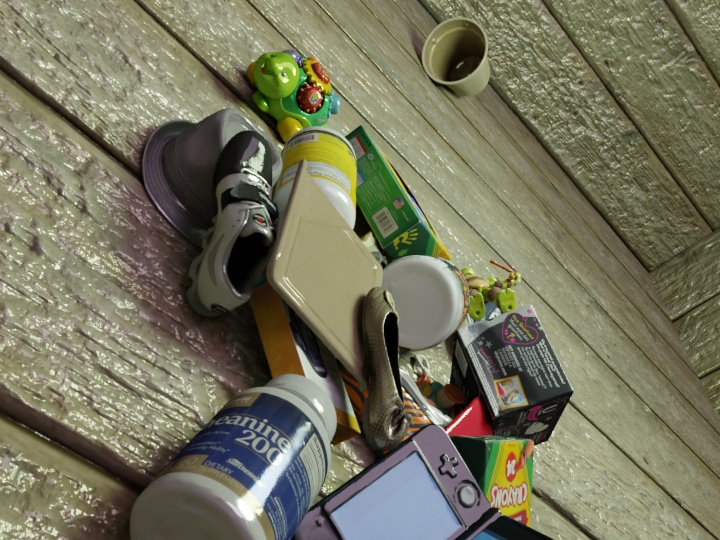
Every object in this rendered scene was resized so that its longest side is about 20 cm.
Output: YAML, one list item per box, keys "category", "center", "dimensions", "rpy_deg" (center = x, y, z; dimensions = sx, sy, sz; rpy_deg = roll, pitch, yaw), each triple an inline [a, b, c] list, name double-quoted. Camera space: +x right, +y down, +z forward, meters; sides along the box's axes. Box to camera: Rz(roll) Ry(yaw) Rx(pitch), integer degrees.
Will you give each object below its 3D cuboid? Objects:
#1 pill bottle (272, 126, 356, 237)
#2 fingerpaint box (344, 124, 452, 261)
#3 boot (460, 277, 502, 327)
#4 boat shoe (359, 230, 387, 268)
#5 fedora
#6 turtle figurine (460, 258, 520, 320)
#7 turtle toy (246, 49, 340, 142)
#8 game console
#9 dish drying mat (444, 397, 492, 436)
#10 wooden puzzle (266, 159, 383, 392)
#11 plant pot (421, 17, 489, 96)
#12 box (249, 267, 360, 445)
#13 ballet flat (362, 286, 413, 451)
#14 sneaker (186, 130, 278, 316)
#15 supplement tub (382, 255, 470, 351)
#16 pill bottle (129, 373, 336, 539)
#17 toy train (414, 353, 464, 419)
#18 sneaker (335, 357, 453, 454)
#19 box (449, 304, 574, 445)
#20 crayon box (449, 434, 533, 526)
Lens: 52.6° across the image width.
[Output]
- category: "pill bottle"
  center: [-0.060, -0.095, 0.964]
  dimensions: [0.112, 0.112, 0.202]
  rpy_deg: [40, 30, -27]
- category: "fingerpaint box"
  center: [0.049, -0.103, 1.145]
  dimensions: [0.202, 0.073, 0.167]
  rpy_deg: [62, 11, 28]
- category: "boot"
  center: [0.210, 0.091, 1.209]
  dimensions: [0.073, 0.089, 0.202]
  rpy_deg: [66, 11, -45]
- category: "boat shoe"
  center: [0.000, 0.000, 0.999]
  dimensions: [0.065, 0.073, 0.200]
  rpy_deg: [46, 26, -3]
- category: "fedora"
  center: [-0.155, -0.120, 0.855]
  dimensions: [0.177, 0.090, 0.201]
  rpy_deg: [48, 26, -12]
- category: "turtle figurine"
  center: [0.179, 0.030, 1.184]
  dimensions: [0.196, 0.066, 0.162]
  rpy_deg: [5, 18, -10]
- category: "turtle toy"
  center: [-0.103, -0.280, 1.129]
  dimensions: [0.147, 0.101, 0.199]
  rpy_deg: [59, 26, 12]
- category: "game console"
  center: [0.065, 0.247, 0.658]
  dimensions: [0.198, 0.118, 0.172]
  rpy_deg: [-27, 79, -31]
- category: "dish drying mat"
  center: [0.099, 0.221, 0.814]
  dimensions: [0.199, 0.018, 0.078]
  rpy_deg: [-29, 104, -49]
- category: "wooden puzzle"
  center: [-0.036, 0.006, 0.804]
  dimensions: [0.201, 0.037, 0.187]
  rpy_deg: [56, 28, -33]
- category: "plant pot"
  center: [0.303, -0.615, 2.175]
  dimensions: [0.203, 0.199, 0.183]
  rpy_deg: [64, 15, 21]
- category: "box"
  center: [-0.067, 0.081, 0.789]
  dimensions: [0.119, 0.041, 0.203]
  rpy_deg: [45, 19, -60]
- category: "ballet flat"
  center: [0.031, 0.097, 0.777]
  dimensions: [0.068, 0.046, 0.202]
  rpy_deg: [55, 26, -39]
- category: "sneaker"
  center: [-0.113, -0.053, 0.746]
  dimensions: [0.073, 0.088, 0.204]
  rpy_deg: [21, 70, -38]
- category: "supplement tub"
  center: [0.090, 0.041, 1.021]
  dimensions: [0.124, 0.122, 0.200]
  rpy_deg: [57, 12, 6]
- category: "pill bottle"
  center: [-0.088, 0.166, 0.596]
  dimensions: [0.112, 0.110, 0.200]
  rpy_deg: [52, 25, -4]
- category: "toy train"
  center: [0.071, 0.145, 0.965]
  dimensions: [0.199, 0.055, 0.152]
  rpy_deg: [15, 46, -53]
- category: "sneaker"
  center: [0.035, 0.186, 0.830]
  dimensions: [0.199, 0.078, 0.113]
  rpy_deg: [37, 42, -7]
- category: "box"
  center: [0.196, 0.159, 0.989]
  dimensions: [0.201, 0.113, 0.134]
  rpy_deg: [85, -13, -59]
- category: "crayon box"
  center: [0.142, 0.289, 0.809]
  dimensions: [0.126, 0.050, 0.205]
  rpy_deg: [15, 77, -52]
